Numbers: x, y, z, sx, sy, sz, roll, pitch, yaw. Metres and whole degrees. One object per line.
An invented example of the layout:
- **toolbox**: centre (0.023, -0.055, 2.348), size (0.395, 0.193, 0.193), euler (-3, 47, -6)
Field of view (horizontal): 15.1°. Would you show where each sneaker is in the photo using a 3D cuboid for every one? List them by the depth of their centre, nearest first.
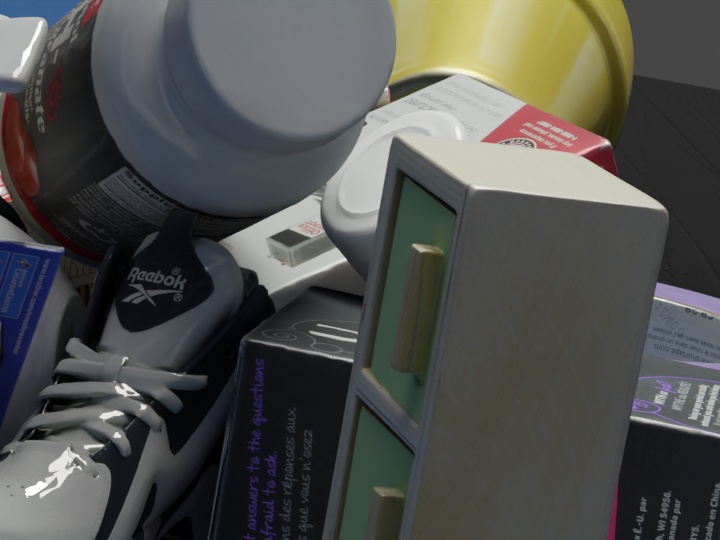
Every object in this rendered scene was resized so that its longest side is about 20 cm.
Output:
- **sneaker**: centre (-0.091, 0.044, 0.987), size (0.079, 0.131, 0.199), euler (17, 14, 33)

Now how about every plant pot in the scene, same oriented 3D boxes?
- **plant pot**: centre (0.062, -0.098, 1.653), size (0.199, 0.202, 0.189), euler (11, 27, 4)

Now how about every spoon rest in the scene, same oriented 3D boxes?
- **spoon rest**: centre (-0.141, -0.005, 1.026), size (0.060, 0.201, 0.100), euler (6, 39, 8)

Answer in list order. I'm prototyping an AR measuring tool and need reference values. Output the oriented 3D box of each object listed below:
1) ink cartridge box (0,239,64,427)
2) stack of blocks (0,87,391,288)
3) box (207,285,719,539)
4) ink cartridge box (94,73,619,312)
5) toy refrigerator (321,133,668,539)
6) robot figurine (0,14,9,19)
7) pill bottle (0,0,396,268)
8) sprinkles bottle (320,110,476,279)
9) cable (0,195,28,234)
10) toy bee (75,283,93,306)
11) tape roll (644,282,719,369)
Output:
- **ink cartridge box**: centre (-0.207, 0.038, 0.941), size (0.199, 0.120, 0.042), euler (3, 39, -28)
- **stack of blocks**: centre (-0.096, -0.062, 1.275), size (0.199, 0.059, 0.115), euler (-17, 39, -15)
- **box**: centre (0.056, 0.083, 0.984), size (0.199, 0.107, 0.122), euler (12, 10, 10)
- **ink cartridge box**: centre (0.000, 0.000, 1.178), size (0.199, 0.083, 0.147), euler (-24, 25, -18)
- **toy refrigerator**: centre (0.029, 0.067, 0.813), size (0.069, 0.201, 0.076), euler (6, 13, -19)
- **robot figurine**: centre (-0.243, -0.085, 1.486), size (0.169, 0.114, 0.199), euler (24, 17, 35)
- **pill bottle**: centre (-0.062, -0.069, 1.046), size (0.110, 0.112, 0.200), euler (5, -12, -24)
- **sprinkles bottle**: centre (0.065, 0.025, 1.092), size (0.200, 0.068, 0.068), euler (49, -11, -33)
- **cable**: centre (-0.199, -0.025, 1.166), size (0.199, 0.164, 0.051), euler (19, 43, 35)
- **toy bee**: centre (-0.135, -0.024, 1.366), size (0.130, 0.109, 0.200), euler (11, 40, 23)
- **tape roll**: centre (0.120, 0.053, 1.275), size (0.199, 0.066, 0.200), euler (11, 12, -2)
